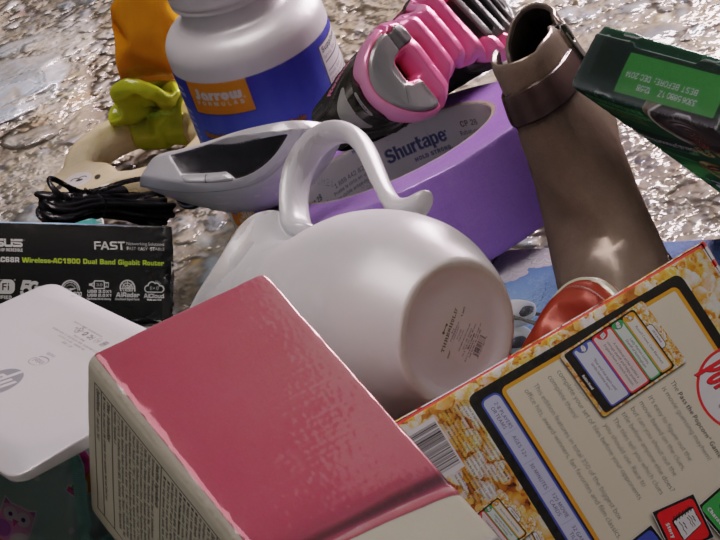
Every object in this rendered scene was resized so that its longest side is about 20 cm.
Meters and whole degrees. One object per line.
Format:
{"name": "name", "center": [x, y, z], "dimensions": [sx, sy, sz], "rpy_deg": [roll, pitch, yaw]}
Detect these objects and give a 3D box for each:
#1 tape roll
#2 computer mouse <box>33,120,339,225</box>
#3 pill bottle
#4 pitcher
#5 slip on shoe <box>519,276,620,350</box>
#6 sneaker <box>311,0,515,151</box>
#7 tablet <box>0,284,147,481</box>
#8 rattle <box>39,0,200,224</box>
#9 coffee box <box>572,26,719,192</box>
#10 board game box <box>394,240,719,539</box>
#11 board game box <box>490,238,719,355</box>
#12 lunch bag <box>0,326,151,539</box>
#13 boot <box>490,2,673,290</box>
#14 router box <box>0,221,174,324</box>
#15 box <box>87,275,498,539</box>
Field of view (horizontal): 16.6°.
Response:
{"name": "tape roll", "center": [0.035, -0.047, 1.555], "dimensions": [0.199, 0.066, 0.200], "rpy_deg": [-23, 16, 7]}
{"name": "computer mouse", "center": [-0.099, -0.053, 1.555], "dimensions": [0.199, 0.044, 0.110], "rpy_deg": [-13, -12, 33]}
{"name": "pill bottle", "center": [-0.066, -0.128, 1.661], "dimensions": [0.112, 0.201, 0.112], "rpy_deg": [-15, 30, 9]}
{"name": "pitcher", "center": [0.000, 0.000, 1.383], "dimensions": [0.200, 0.121, 0.172], "rpy_deg": [10, 81, 53]}
{"name": "slip on shoe", "center": [0.086, 0.088, 1.289], "dimensions": [0.074, 0.061, 0.200], "rpy_deg": [16, 70, 38]}
{"name": "sneaker", "center": [0.033, -0.133, 1.610], "dimensions": [0.095, 0.079, 0.200], "rpy_deg": [-40, -3, 39]}
{"name": "tablet", "center": [-0.176, 0.056, 1.336], "dimensions": [0.130, 0.014, 0.200], "rpy_deg": [-28, 26, -26]}
{"name": "rattle", "center": [-0.183, -0.098, 1.755], "dimensions": [0.130, 0.143, 0.200], "rpy_deg": [29, 48, 30]}
{"name": "coffee box", "center": [0.226, -0.066, 1.400], "dimensions": [0.123, 0.200, 0.044], "rpy_deg": [24, 85, 49]}
{"name": "board game box", "center": [0.128, 0.100, 1.236], "dimensions": [0.200, 0.152, 0.046], "rpy_deg": [-29, -11, -14]}
{"name": "board game box", "center": [0.120, 0.056, 1.407], "dimensions": [0.199, 0.044, 0.199], "rpy_deg": [-3, 33, 28]}
{"name": "lunch bag", "center": [-0.183, 0.091, 1.453], "dimensions": [0.170, 0.122, 0.200], "rpy_deg": [-5, 15, 25]}
{"name": "boot", "center": [0.118, -0.061, 1.405], "dimensions": [0.070, 0.147, 0.200], "rpy_deg": [-22, 26, 12]}
{"name": "router box", "center": [-0.222, 0.005, 1.555], "dimensions": [0.149, 0.062, 0.200], "rpy_deg": [2, -3, -27]}
{"name": "box", "center": [-0.038, 0.123, 1.209], "dimensions": [0.109, 0.128, 0.200], "rpy_deg": [-26, 55, -26]}
